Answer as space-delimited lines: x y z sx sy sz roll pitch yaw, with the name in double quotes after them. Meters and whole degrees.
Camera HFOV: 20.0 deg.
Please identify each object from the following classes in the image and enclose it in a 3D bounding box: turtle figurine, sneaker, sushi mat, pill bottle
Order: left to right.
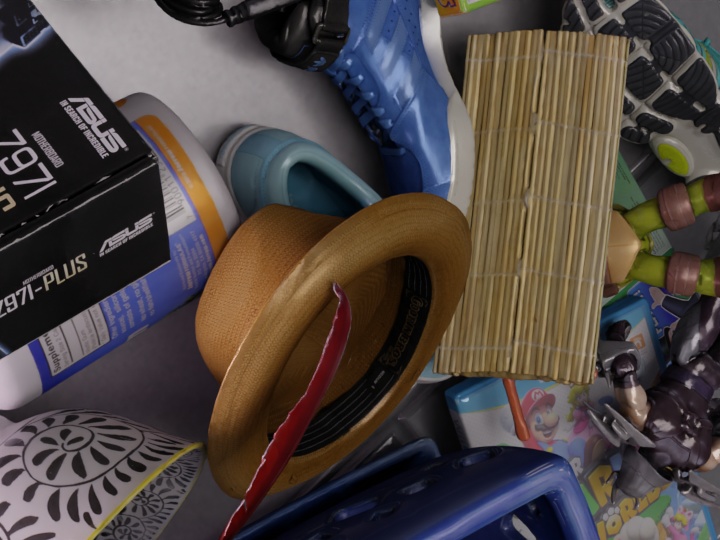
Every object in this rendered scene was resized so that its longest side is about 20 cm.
-0.168 0.002 1.056 0.199 0.112 0.112 -32 110 -18 "pill bottle"
-0.004 -0.109 1.136 0.111 0.077 0.201 -11 98 -30 "sneaker"
0.000 0.000 1.154 0.200 0.082 0.074 42 80 -25 "sneaker"
0.096 -0.037 1.156 0.012 0.095 0.201 18 78 -67 "sushi mat"
0.146 -0.004 1.176 0.064 0.160 0.201 17 71 -69 "turtle figurine"
0.188 -0.113 1.237 0.077 0.080 0.200 -30 125 26 "sneaker"

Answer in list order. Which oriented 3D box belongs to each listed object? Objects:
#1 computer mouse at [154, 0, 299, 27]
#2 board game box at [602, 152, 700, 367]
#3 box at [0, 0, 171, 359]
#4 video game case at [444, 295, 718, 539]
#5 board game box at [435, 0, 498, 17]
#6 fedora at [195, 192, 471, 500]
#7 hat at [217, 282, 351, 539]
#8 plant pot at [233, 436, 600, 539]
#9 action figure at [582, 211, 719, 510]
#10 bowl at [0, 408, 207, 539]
-0.044 -0.195 1.064 0.199 0.140 0.046 -23 138 -28 "computer mouse"
0.129 0.009 1.249 0.134 0.029 0.201 -38 112 -15 "board game box"
-0.211 -0.055 0.975 0.163 0.200 0.086 -30 151 -19 "box"
0.142 0.134 1.248 0.143 0.018 0.201 -25 108 -20 "video game case"
0.107 -0.216 1.175 0.199 0.030 0.096 -24 104 -38 "board game box"
-0.029 0.025 1.064 0.200 0.082 0.201 -39 153 -24 "fedora"
-0.042 0.156 0.995 0.166 0.200 0.176 43 48 -9 "hat"
0.023 0.213 1.143 0.199 0.180 0.201 -26 107 -20 "plant pot"
0.203 0.055 1.223 0.130 0.069 0.201 37 81 -35 "action figure"
-0.176 0.136 1.026 0.094 0.201 0.201 39 78 8 "bowl"
